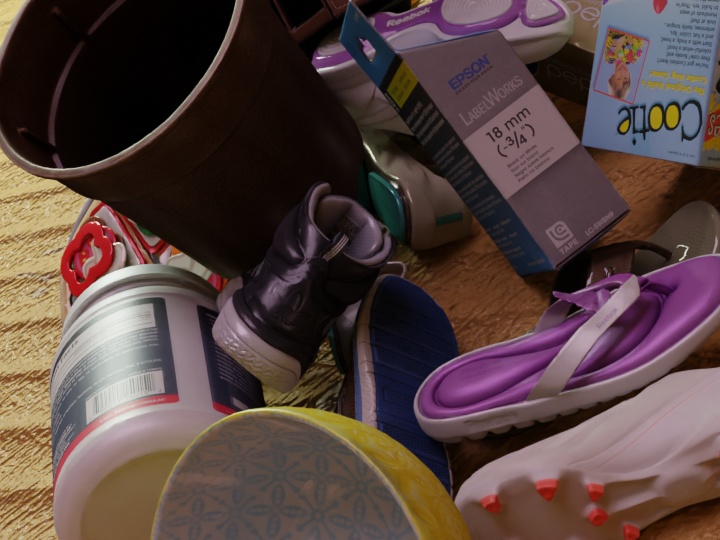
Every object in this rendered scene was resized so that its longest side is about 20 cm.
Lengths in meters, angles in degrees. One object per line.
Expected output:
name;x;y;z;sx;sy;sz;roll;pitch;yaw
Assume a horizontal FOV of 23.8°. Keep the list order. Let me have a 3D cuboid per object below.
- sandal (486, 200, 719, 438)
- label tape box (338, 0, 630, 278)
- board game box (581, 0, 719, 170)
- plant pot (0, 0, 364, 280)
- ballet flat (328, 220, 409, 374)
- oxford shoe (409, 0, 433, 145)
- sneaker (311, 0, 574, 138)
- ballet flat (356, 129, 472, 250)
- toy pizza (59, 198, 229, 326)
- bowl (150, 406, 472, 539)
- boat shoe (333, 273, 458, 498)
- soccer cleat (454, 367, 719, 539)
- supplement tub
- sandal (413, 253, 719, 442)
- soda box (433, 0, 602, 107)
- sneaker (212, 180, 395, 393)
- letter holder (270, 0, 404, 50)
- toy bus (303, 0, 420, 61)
sandal;0.138;0.025;1.025;0.200;0.058;0.080;-37;29;-1
label tape box;0.073;-0.094;1.068;0.063;0.201;0.144;-37;1;-4
board game box;0.221;-0.167;1.062;0.104;0.102;0.202;17;101;51
plant pot;-0.106;-0.103;1.140;0.199;0.198;0.202;-16;56;26
ballet flat;0.000;0.000;1.189;0.063;0.068;0.201;-19;38;3
oxford shoe;0.069;-0.167;1.308;0.201;0.072;0.085;-82;13;-47
sneaker;0.066;-0.143;1.194;0.198;0.100;0.075;-8;40;34
ballet flat;0.026;-0.069;1.264;0.069;0.070;0.200;-35;33;-3
toy pizza;-0.156;-0.006;1.274;0.199;0.032;0.202;-12;69;33
bowl;-0.005;0.164;0.896;0.199;0.202;0.107;-5;3;39
boat shoe;0.011;0.087;1.037;0.072;0.072;0.201;-50;22;37
soccer cleat;0.145;0.101;0.916;0.198;0.070;0.078;-18;29;11
supplement tub;-0.128;0.099;1.093;0.140;0.141;0.201;-29;31;7
sandal;0.116;0.039;0.955;0.201;0.050;0.083;-27;32;12
soda box;0.151;-0.166;1.206;0.199;0.064;0.068;26;63;33
sneaker;-0.032;0.005;1.069;0.114;0.075;0.200;-51;5;6
letter holder;-0.009;-0.263;1.266;0.199;0.143;0.100;-31;4;-37
toy bus;-0.067;-0.174;1.405;0.199;0.193;0.136;-21;51;-43
